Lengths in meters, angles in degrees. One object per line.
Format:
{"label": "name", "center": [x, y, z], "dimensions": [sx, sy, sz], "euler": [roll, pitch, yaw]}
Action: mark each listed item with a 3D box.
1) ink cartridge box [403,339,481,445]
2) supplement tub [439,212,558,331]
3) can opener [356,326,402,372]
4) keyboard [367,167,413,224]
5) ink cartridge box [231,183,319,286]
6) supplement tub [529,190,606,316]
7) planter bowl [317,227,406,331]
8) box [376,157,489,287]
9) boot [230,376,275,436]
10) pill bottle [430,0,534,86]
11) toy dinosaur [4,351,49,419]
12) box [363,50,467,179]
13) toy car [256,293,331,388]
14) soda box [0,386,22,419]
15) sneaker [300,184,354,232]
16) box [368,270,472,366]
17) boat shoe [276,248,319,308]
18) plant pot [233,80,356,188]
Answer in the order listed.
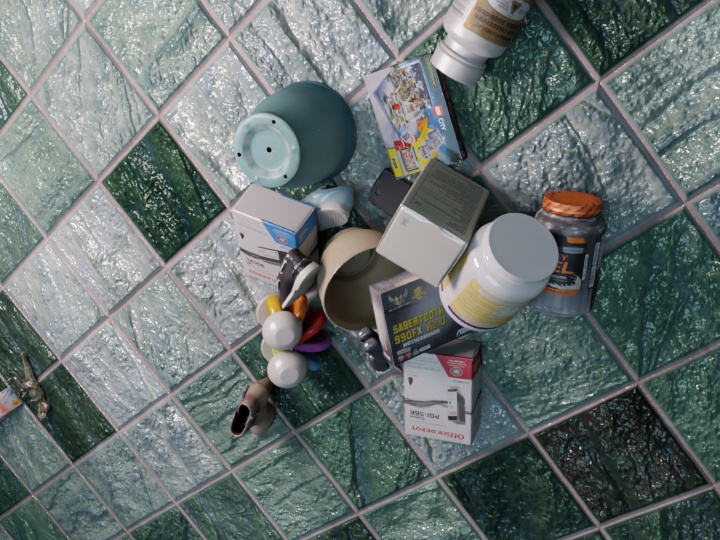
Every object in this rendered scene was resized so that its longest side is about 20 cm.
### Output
{"label": "ink cartridge box", "center": [0.168, 0.243, 1.435], "dimensions": [0.146, 0.083, 0.200], "euler": [5, 112, 20]}
{"label": "supplement tub", "center": [0.232, 0.005, 1.188], "dimensions": [0.145, 0.145, 0.200], "euler": [39, 150, 5]}
{"label": "can opener", "center": [0.032, 0.170, 1.411], "dimensions": [0.067, 0.200, 0.053], "euler": [-33, 61, 8]}
{"label": "keyboard", "center": [0.103, -0.104, 1.360], "dimensions": [0.200, 0.040, 0.104], "euler": [37, 97, 6]}
{"label": "ink cartridge box", "center": [-0.166, -0.058, 1.409], "dimensions": [0.144, 0.084, 0.200], "euler": [21, 145, 16]}
{"label": "supplement tub", "center": [0.357, -0.031, 1.222], "dimensions": [0.122, 0.123, 0.200], "euler": [9, 113, 20]}
{"label": "planter bowl", "center": [0.000, 0.000, 1.355], "dimensions": [0.135, 0.200, 0.201], "euler": [56, 134, 47]}
{"label": "box", "center": [0.129, -0.088, 1.222], "dimensions": [0.128, 0.200, 0.109], "euler": [31, 128, 2]}
{"label": "boot", "center": [-0.252, 0.336, 1.614], "dimensions": [0.070, 0.146, 0.200], "euler": [20, 117, 12]}
{"label": "pill bottle", "center": [0.201, -0.411, 1.140], "dimensions": [0.114, 0.114, 0.200], "euler": [34, 120, 7]}
{"label": "toy dinosaur", "center": [-0.933, 0.322, 1.957], "dimensions": [0.088, 0.047, 0.200], "euler": [-13, 105, 12]}
{"label": "box", "center": [0.101, -0.280, 1.279], "dimensions": [0.136, 0.038, 0.200], "euler": [-12, 105, 27]}
{"label": "toy car", "center": [-0.137, 0.142, 1.499], "dimensions": [0.150, 0.175, 0.200], "euler": [-9, 110, -12]}
{"label": "soda box", "center": [-1.068, 0.417, 2.038], "dimensions": [0.200, 0.068, 0.064], "euler": [-36, 93, 29]}
{"label": "sneaker", "center": [-0.085, -0.129, 1.412], "dimensions": [0.200, 0.082, 0.074], "euler": [-1, 144, 41]}
{"label": "box", "center": [0.125, 0.070, 1.322], "dimensions": [0.048, 0.200, 0.159], "euler": [37, 143, 57]}
{"label": "boat shoe", "center": [-0.132, 0.017, 1.346], "dimensions": [0.060, 0.074, 0.200], "euler": [46, 158, 5]}
{"label": "plant pot", "center": [-0.134, -0.240, 1.309], "dimensions": [0.200, 0.188, 0.200], "euler": [9, 114, 20]}
